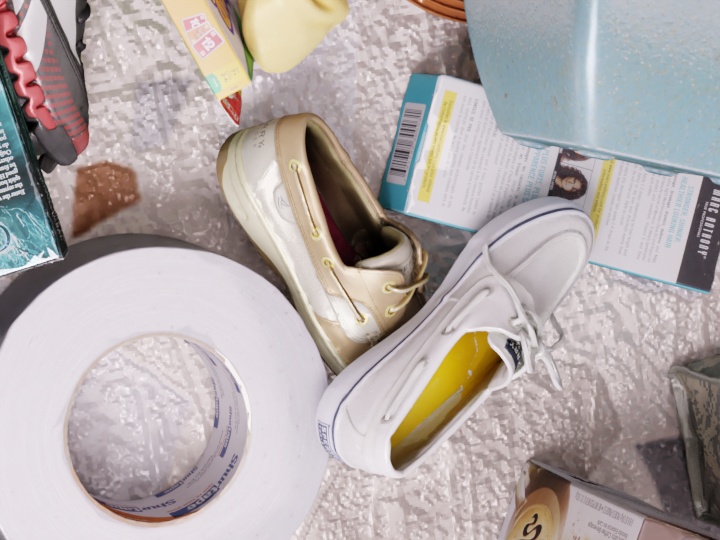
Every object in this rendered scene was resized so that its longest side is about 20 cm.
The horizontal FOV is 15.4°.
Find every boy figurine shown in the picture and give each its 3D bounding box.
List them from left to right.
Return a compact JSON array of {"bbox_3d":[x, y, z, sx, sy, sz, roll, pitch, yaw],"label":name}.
[{"bbox_3d":[-0.048,-0.200,1.398,0.064,0.124,0.201,-36,121,-38],"label":"boy figurine"}]

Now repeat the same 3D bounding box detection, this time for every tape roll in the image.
[{"bbox_3d":[-0.118,0.082,1.458,0.199,0.066,0.201,-2,96,-20],"label":"tape roll"}]

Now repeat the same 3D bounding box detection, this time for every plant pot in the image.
[{"bbox_3d":[0.165,-0.154,1.442,0.196,0.196,0.201,10,92,-22],"label":"plant pot"}]

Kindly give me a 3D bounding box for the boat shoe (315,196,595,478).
[{"bbox_3d":[0.071,0.040,1.443,0.202,0.086,0.075,-40,127,-22],"label":"boat shoe"}]

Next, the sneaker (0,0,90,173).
[{"bbox_3d":[-0.168,-0.155,1.409,0.098,0.071,0.201,-20,101,-14],"label":"sneaker"}]

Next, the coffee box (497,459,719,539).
[{"bbox_3d":[0.139,0.184,1.487,0.080,0.200,0.113,20,90,-16],"label":"coffee box"}]

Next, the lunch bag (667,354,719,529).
[{"bbox_3d":[0.294,0.095,1.536,0.163,0.200,0.118,-15,102,-17],"label":"lunch bag"}]

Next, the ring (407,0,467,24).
[{"bbox_3d":[0.078,-0.239,1.516,0.200,0.019,0.201,-3,98,-19],"label":"ring"}]

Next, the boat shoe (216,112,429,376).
[{"bbox_3d":[0.000,0.000,1.477,0.200,0.066,0.074,52,39,-17],"label":"boat shoe"}]

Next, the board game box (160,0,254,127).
[{"bbox_3d":[-0.105,-0.175,1.417,0.030,0.096,0.201,-25,106,6],"label":"board game box"}]

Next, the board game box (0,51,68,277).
[{"bbox_3d":[-0.265,-0.040,1.374,0.199,0.028,0.136,-17,101,3],"label":"board game box"}]

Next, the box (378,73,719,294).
[{"bbox_3d":[0.116,-0.050,1.535,0.199,0.049,0.083,15,91,-21],"label":"box"}]
